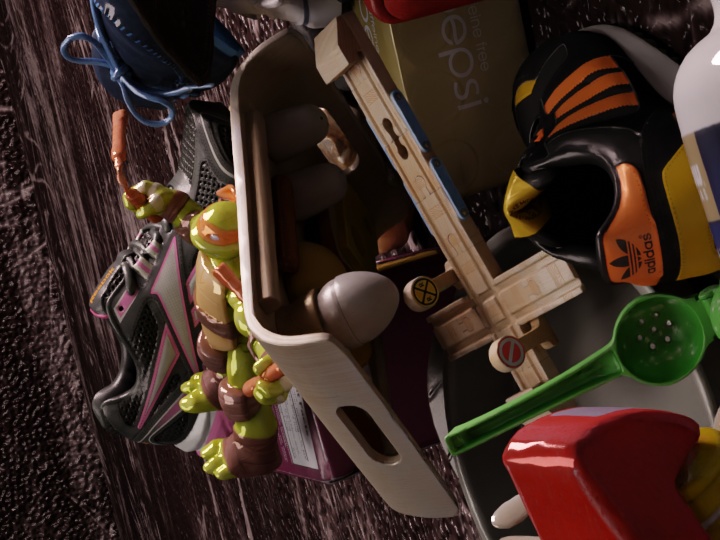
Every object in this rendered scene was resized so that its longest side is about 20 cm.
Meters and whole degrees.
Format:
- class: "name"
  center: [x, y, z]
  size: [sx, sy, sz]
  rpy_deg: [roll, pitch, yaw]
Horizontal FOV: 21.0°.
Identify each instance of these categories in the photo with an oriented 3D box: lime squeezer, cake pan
- class: "lime squeezer"
  center: [0.125, 0.023, 0.727]
  size: [0.199, 0.070, 0.038]
  rpy_deg: [-20, 86, 35]
- class: "cake pan"
  center: [0.107, 0.074, 0.858]
  size: [0.200, 0.037, 0.202]
  rpy_deg: [30, 127, 51]

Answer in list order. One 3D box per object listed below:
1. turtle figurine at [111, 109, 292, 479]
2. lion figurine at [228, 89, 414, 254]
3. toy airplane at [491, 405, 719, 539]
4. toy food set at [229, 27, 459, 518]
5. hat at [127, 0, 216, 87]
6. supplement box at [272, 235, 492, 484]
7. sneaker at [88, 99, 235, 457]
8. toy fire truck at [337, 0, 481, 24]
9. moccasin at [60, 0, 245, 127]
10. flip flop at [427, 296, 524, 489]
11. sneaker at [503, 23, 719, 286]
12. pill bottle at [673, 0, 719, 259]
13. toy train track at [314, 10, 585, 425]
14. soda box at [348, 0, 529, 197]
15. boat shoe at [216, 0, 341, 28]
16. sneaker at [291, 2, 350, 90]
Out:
- class: "turtle figurine"
  center: [-0.069, 0.015, 0.986]
  size: [0.200, 0.064, 0.162]
  rpy_deg: [49, 150, 39]
- class: "lion figurine"
  center: [-0.007, -0.056, 1.131]
  size: [0.122, 0.073, 0.200]
  rpy_deg: [35, 177, 33]
- class: "toy airplane"
  center: [0.143, 0.108, 0.686]
  size: [0.199, 0.199, 0.142]
  rpy_deg: [89, -160, -67]
- class: "toy food set"
  center: [0.000, 0.000, 0.915]
  size: [0.144, 0.060, 0.201]
  rpy_deg: [54, -158, -44]
- class: "hat"
  center: [-0.068, -0.182, 0.848]
  size: [0.201, 0.080, 0.202]
  rpy_deg: [-14, -90, -78]
- class: "supplement box"
  center: [0.002, 0.051, 1.115]
  size: [0.200, 0.130, 0.104]
  rpy_deg: [169, 85, -74]
- class: "sneaker"
  center: [-0.105, 0.006, 1.076]
  size: [0.080, 0.086, 0.202]
  rpy_deg: [-159, 74, -73]
- class: "toy fire truck"
  center: [0.044, -0.190, 0.763]
  size: [0.200, 0.128, 0.177]
  rpy_deg: [-124, 19, -74]
- class: "moccasin"
  center: [-0.103, -0.109, 1.003]
  size: [0.081, 0.068, 0.200]
  rpy_deg: [48, -177, 8]
- class: "flip flop"
  center: [0.093, 0.095, 0.971]
  size: [0.081, 0.057, 0.201]
  rpy_deg: [-24, 83, 36]
- class: "sneaker"
  center: [0.088, -0.046, 0.774]
  size: [0.200, 0.089, 0.070]
  rpy_deg: [-139, 34, -62]
- class: "pill bottle"
  center: [0.151, -0.023, 0.536]
  size: [0.111, 0.110, 0.202]
  rpy_deg: [158, 94, -75]
- class: "toy train track"
  center: [0.030, -0.016, 0.840]
  size: [0.201, 0.032, 0.115]
  rpy_deg: [61, 148, 3]
- class: "soda box"
  center: [0.031, -0.137, 0.919]
  size: [0.064, 0.067, 0.202]
  rpy_deg: [-148, 43, -69]
- class: "boat shoe"
  center: [-0.057, -0.156, 0.988]
  size: [0.200, 0.065, 0.074]
  rpy_deg: [-148, 45, -74]
- class: "sneaker"
  center: [-0.016, -0.167, 1.074]
  size: [0.200, 0.060, 0.105]
  rpy_deg: [-139, 31, -67]
